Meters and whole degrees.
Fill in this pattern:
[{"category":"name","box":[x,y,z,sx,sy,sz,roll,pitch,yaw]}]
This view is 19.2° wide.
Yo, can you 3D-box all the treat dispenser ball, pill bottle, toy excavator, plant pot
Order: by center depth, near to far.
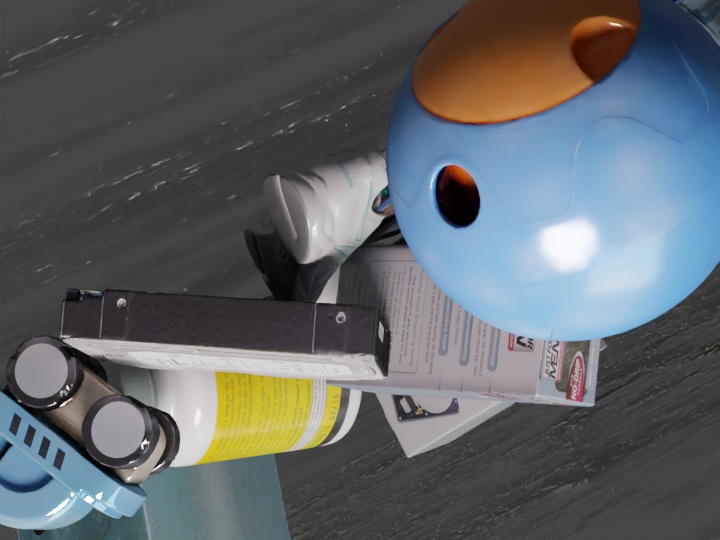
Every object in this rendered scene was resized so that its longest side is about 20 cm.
[{"category":"treat dispenser ball","box":[0.113,-0.063,1.161,0.200,0.202,0.201,-27,171,-5]},{"category":"toy excavator","box":[-0.247,0.132,1.412,0.201,0.194,0.100,-53,171,-4]},{"category":"pill bottle","box":[-0.107,0.084,1.561,0.199,0.112,0.111,-6,159,-36]},{"category":"plant pot","box":[-0.188,0.207,1.745,0.194,0.198,0.200,-17,165,18]}]

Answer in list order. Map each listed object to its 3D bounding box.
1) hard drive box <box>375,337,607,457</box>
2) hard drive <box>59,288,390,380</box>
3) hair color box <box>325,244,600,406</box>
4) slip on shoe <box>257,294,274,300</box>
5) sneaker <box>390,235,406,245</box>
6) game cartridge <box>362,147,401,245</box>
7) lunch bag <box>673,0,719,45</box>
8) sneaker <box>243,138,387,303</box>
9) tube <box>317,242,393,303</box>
[{"category":"hard drive box","box":[0.094,0.049,1.878,0.200,0.157,0.077,-36,167,36]},{"category":"hard drive","box":[-0.083,0.043,1.370,0.198,0.038,0.140,4,172,4]},{"category":"hair color box","box":[0.069,0.035,1.426,0.060,0.100,0.199,13,171,-42]},{"category":"slip on shoe","box":[-0.099,0.066,1.668,0.199,0.077,0.061,-17,171,-20]},{"category":"sneaker","box":[0.072,-0.030,1.595,0.200,0.077,0.092,-44,162,-56]},{"category":"game cartridge","box":[0.040,-0.065,1.476,0.129,0.039,0.200,-25,171,-47]},{"category":"lunch bag","box":[0.177,-0.094,1.443,0.200,0.082,0.161,-42,175,-25]},{"category":"sneaker","box":[-0.024,-0.025,1.383,0.080,0.071,0.200,-28,171,-18]},{"category":"tube","box":[0.000,0.000,1.670,0.200,0.058,0.052,-9,121,-79]}]
